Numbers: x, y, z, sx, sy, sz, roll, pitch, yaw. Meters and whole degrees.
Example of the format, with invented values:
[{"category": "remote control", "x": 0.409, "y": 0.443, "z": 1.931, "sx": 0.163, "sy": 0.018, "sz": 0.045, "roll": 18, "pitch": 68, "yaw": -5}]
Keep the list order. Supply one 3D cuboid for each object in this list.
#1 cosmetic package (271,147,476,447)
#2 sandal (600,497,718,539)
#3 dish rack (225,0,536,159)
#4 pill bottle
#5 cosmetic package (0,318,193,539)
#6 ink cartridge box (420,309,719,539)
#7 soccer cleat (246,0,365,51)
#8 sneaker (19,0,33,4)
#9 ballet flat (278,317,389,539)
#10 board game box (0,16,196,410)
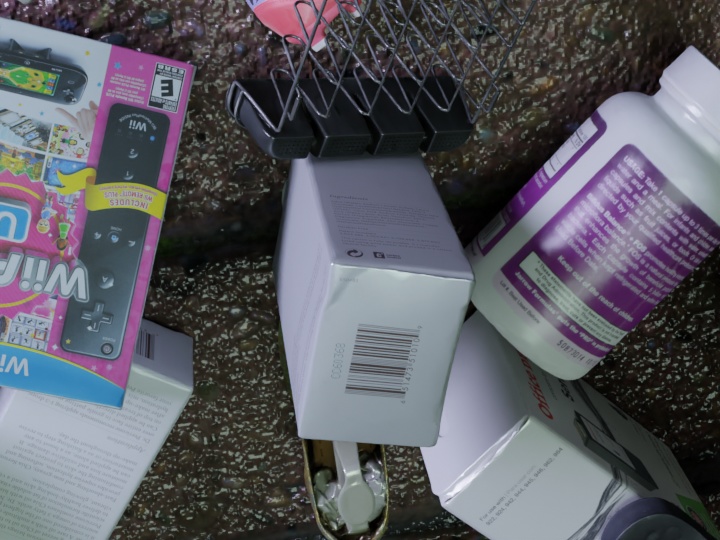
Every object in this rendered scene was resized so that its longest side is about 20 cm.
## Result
[{"category": "cosmetic package", "x": 0.000, "y": 0.000, "z": 0.804, "sx": 0.081, "sy": 0.200, "sz": 0.113, "roll": 6, "pitch": 119, "yaw": -10}, {"category": "sandal", "x": 0.233, "y": 0.209, "z": 0.868, "sx": 0.200, "sy": 0.043, "sz": 0.076, "roll": 26, "pitch": 109, "yaw": -21}, {"category": "dish rack", "x": 0.026, "y": -0.141, "z": 0.760, "sx": 0.153, "sy": 0.055, "sz": 0.200, "roll": -7, "pitch": 141, "yaw": -31}, {"category": "pill bottle", "x": 0.163, "y": -0.037, "z": 0.858, "sx": 0.112, "sy": 0.112, "sz": 0.200, "roll": 37, "pitch": 107, "yaw": -23}, {"category": "cosmetic package", "x": -0.196, "y": 0.119, "z": 0.908, "sx": 0.101, "sy": 0.071, "sz": 0.200, "roll": 25, "pitch": 110, "yaw": -18}, {"category": "ink cartridge box", "x": 0.136, "y": 0.134, "z": 0.921, "sx": 0.200, "sy": 0.146, "sz": 0.084, "roll": 37, "pitch": 106, "yaw": -23}, {"category": "soccer cleat", "x": 0.013, "y": -0.210, "z": 0.779, "sx": 0.200, "sy": 0.067, "sz": 0.076, "roll": -42, "pitch": 110, "yaw": 16}, {"category": "sneaker", "x": -0.161, "y": -0.244, "z": 0.728, "sx": 0.106, "sy": 0.075, "sz": 0.200, "roll": 35, "pitch": 108, "yaw": -22}, {"category": "ballet flat", "x": -0.012, "y": 0.104, "z": 0.930, "sx": 0.070, "sy": 0.071, "sz": 0.201, "roll": -9, "pitch": 117, "yaw": -4}, {"category": "board game box", "x": -0.186, "y": -0.034, "z": 0.796, "sx": 0.147, "sy": 0.064, "sz": 0.201, "roll": 12, "pitch": 91, "yaw": -13}]
